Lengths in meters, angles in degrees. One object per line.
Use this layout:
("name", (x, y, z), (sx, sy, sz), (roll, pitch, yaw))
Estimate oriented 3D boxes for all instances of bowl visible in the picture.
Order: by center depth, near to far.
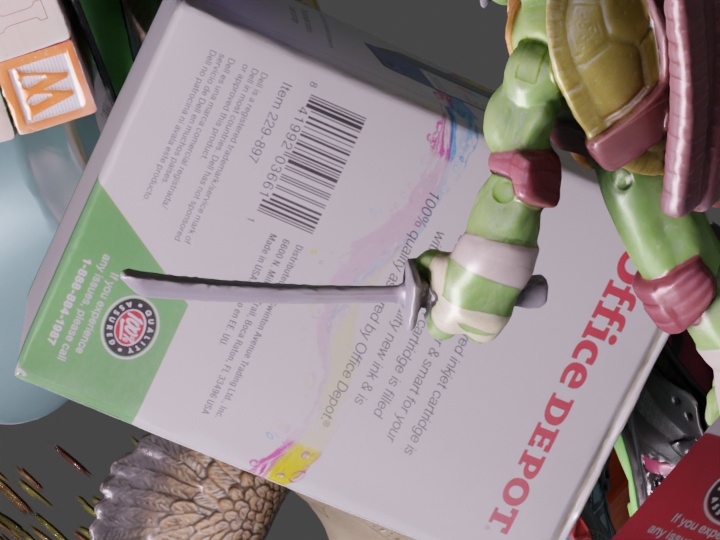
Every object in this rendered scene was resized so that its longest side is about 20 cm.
("bowl", (-0.130, -0.046, 1.222), (0.105, 0.201, 0.201), (-19, 128, 29))

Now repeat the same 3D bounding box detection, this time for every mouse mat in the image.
("mouse mat", (-0.108, -0.131, 1.076), (0.161, 0.008, 0.200), (-106, -3, -47))

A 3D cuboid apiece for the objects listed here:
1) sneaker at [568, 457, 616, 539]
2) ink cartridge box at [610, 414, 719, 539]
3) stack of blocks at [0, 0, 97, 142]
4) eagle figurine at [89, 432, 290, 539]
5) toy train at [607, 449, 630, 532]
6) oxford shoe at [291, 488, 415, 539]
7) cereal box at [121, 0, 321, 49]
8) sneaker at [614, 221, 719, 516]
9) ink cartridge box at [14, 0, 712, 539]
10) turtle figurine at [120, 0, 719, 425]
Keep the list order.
("sneaker", (0.082, 0.051, 1.178), (0.200, 0.095, 0.079), (62, 167, -24))
("ink cartridge box", (0.181, 0.043, 0.738), (0.147, 0.200, 0.083), (17, 149, 55))
("stack of blocks", (-0.151, -0.155, 1.027), (0.115, 0.058, 0.200), (-104, -3, -64))
("eagle figurine", (-0.018, 0.086, 1.320), (0.152, 0.200, 0.151), (-19, 129, 43))
("toy train", (0.089, 0.102, 1.282), (0.085, 0.116, 0.200), (34, 164, 20))
("oxford shoe", (0.019, 0.126, 1.173), (0.200, 0.075, 0.070), (43, 174, -25))
("cereal box", (-0.036, -0.046, 1.146), (0.200, 0.039, 0.144), (70, 162, 0))
("sneaker", (0.139, 0.072, 1.071), (0.200, 0.077, 0.084), (63, 153, 4))
("ink cartridge box", (0.000, 0.000, 1.019), (0.200, 0.145, 0.088), (23, -166, -9))
("turtle figurine", (0.058, -0.037, 0.923), (0.194, 0.200, 0.144), (43, -161, -25))
